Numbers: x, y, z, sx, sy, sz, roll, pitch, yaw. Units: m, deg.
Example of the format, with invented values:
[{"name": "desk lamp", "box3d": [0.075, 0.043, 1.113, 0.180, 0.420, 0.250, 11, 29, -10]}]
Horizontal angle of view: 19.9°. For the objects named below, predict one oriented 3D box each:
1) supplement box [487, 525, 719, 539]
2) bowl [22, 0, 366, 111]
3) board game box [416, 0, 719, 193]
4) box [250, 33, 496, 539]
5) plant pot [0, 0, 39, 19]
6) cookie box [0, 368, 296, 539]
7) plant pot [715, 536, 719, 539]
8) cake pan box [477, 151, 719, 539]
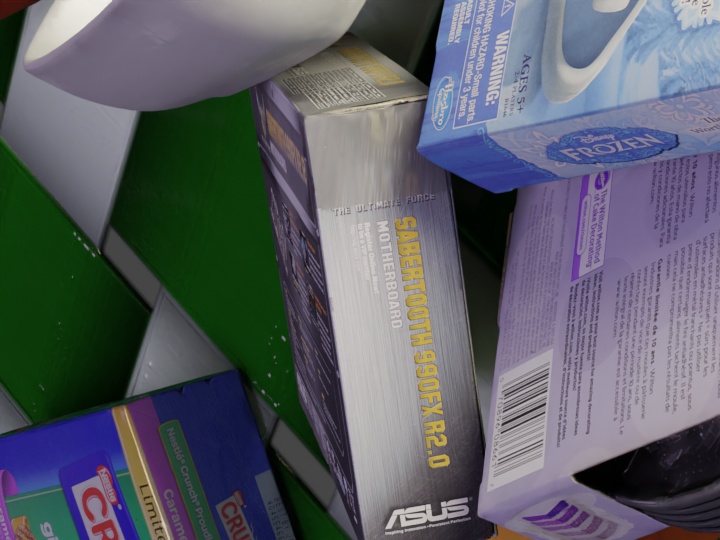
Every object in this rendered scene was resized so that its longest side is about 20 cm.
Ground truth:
[{"name": "supplement box", "box3d": [0.073, 0.109, 0.792, 0.200, 0.068, 0.067, -8, 100, 62]}, {"name": "bowl", "box3d": [-0.029, -0.142, 0.745, 0.074, 0.201, 0.199, 36, 162, -16]}, {"name": "board game box", "box3d": [0.112, -0.134, 0.614, 0.198, 0.043, 0.201, -9, 65, 49]}, {"name": "box", "box3d": [0.000, 0.000, 0.786, 0.200, 0.048, 0.160, -127, 29, -75]}, {"name": "plant pot", "box3d": [-0.223, -0.207, 0.943, 0.176, 0.200, 0.200, 47, 137, 9]}, {"name": "cookie box", "box3d": [-0.117, 0.152, 1.051, 0.199, 0.075, 0.172, -18, 91, 50]}, {"name": "plant pot", "box3d": [0.209, 0.142, 0.631, 0.201, 0.141, 0.141, 55, 139, 7]}, {"name": "cake pan box", "box3d": [0.116, -0.020, 0.645, 0.184, 0.052, 0.201, -35, 39, 50]}]
